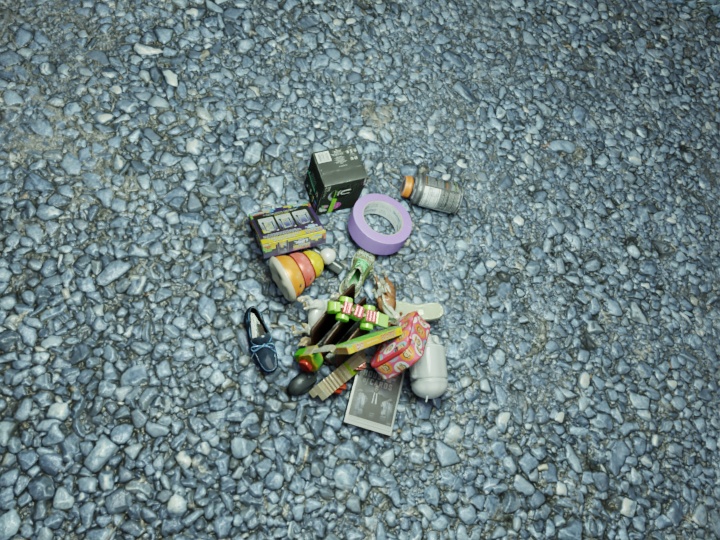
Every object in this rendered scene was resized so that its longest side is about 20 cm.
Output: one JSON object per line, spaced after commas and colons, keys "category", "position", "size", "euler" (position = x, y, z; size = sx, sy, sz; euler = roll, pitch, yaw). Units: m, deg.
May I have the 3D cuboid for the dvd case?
{"category": "dvd case", "position": [0.042, 0.370, 1.594], "size": [0.149, 0.025, 0.201], "euler": [18, 68, -8]}

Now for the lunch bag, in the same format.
{"category": "lunch bag", "position": [0.109, 0.223, 1.573], "size": [0.082, 0.176, 0.200], "euler": [47, 31, -11]}

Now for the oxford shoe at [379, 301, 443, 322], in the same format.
{"category": "oxford shoe", "position": [0.160, 0.135, 1.693], "size": [0.198, 0.058, 0.076], "euler": [-2, 77, 1]}

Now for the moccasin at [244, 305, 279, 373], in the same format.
{"category": "moccasin", "position": [-0.293, 0.199, 1.547], "size": [0.080, 0.068, 0.201], "euler": [-22, 78, -20]}

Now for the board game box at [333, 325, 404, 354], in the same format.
{"category": "board game box", "position": [0.025, 0.192, 1.502], "size": [0.199, 0.095, 0.030], "euler": [-19, 92, -31]}

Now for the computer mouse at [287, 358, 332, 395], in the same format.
{"category": "computer mouse", "position": [-0.127, 0.296, 1.573], "size": [0.199, 0.034, 0.059], "euler": [-36, 81, -23]}

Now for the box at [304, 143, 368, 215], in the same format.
{"category": "box", "position": [-0.081, -0.282, 1.698], "size": [0.147, 0.200, 0.125], "euler": [-15, 74, -18]}

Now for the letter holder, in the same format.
{"category": "letter holder", "position": [-0.045, 0.156, 1.569], "size": [0.100, 0.143, 0.200], "euler": [34, 63, 19]}

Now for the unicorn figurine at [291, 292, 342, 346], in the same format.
{"category": "unicorn figurine", "position": [-0.131, 0.127, 1.599], "size": [0.074, 0.137, 0.201], "euler": [27, 95, 40]}

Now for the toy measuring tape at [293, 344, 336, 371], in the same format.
{"category": "toy measuring tape", "position": [-0.118, 0.247, 1.514], "size": [0.073, 0.199, 0.074], "euler": [12, 71, -38]}

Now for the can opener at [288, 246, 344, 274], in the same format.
{"category": "can opener", "position": [-0.147, -0.040, 1.687], "size": [0.199, 0.053, 0.067], "euler": [34, 99, -1]}

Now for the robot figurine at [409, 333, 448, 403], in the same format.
{"category": "robot figurine", "position": [0.203, 0.294, 1.612], "size": [0.169, 0.112, 0.202], "euler": [19, 61, -44]}

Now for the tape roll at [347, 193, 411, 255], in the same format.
{"category": "tape roll", "position": [0.062, -0.150, 1.736], "size": [0.198, 0.066, 0.201], "euler": [10, 55, -15]}

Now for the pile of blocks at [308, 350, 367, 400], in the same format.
{"category": "pile of blocks", "position": [-0.053, 0.312, 1.563], "size": [0.200, 0.082, 0.062], "euler": [-38, 83, -7]}

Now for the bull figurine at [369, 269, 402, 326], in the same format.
{"category": "bull figurine", "position": [0.075, 0.078, 1.628], "size": [0.065, 0.200, 0.122], "euler": [-22, 118, 6]}

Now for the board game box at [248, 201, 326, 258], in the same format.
{"category": "board game box", "position": [-0.225, -0.128, 1.649], "size": [0.198, 0.057, 0.166], "euler": [-14, 46, -18]}

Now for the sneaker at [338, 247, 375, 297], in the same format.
{"category": "sneaker", "position": [0.000, 0.000, 1.679], "size": [0.076, 0.089, 0.201], "euler": [25, 66, -4]}

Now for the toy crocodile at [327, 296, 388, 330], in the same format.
{"category": "toy crocodile", "position": [-0.006, 0.121, 1.515], "size": [0.199, 0.062, 0.068], "euler": [20, 71, -21]}

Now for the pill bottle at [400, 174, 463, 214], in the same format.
{"category": "pill bottle", "position": [0.237, -0.264, 1.823], "size": [0.198, 0.106, 0.107], "euler": [13, 68, -9]}

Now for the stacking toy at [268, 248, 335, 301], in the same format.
{"category": "stacking toy", "position": [-0.160, -0.012, 1.607], "size": [0.199, 0.146, 0.147], "euler": [-29, 80, -18]}
